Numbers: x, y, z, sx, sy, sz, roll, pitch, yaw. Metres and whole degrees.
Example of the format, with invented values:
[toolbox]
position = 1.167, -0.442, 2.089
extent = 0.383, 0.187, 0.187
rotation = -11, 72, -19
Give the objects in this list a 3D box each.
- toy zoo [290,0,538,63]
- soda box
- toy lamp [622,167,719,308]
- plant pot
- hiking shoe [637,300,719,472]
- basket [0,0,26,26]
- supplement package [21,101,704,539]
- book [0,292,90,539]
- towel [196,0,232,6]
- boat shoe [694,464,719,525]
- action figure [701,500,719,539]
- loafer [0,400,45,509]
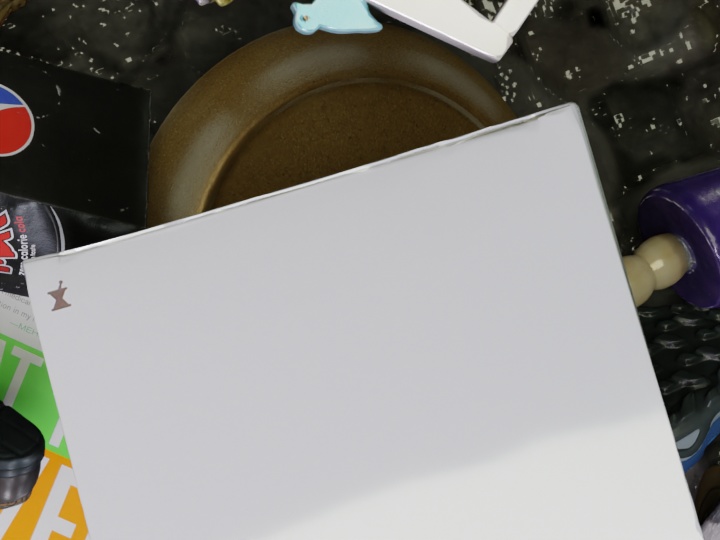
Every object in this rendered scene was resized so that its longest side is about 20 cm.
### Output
[toy zoo]
position = 0.035, -0.168, 0.798
extent = 0.131, 0.020, 0.201
rotation = 36, 88, -5
[soda box]
position = -0.180, -0.047, 0.835
extent = 0.198, 0.063, 0.071
rotation = 14, 53, -20
[toy lamp]
position = 0.090, 0.018, 0.912
extent = 0.199, 0.058, 0.059
rotation = -31, 95, -18
[plant pot]
position = 0.000, 0.000, 0.911
extent = 0.198, 0.027, 0.202
rotation = -2, 95, -26
[hiking shoe]
position = 0.092, 0.091, 0.943
extent = 0.200, 0.074, 0.087
rotation = -38, 140, -18
[basket]
position = -0.197, -0.185, 0.901
extent = 0.200, 0.149, 0.143
rotation = 45, 120, -5
[supplement package]
position = 0.002, 0.052, 0.799
extent = 0.198, 0.111, 0.157
rotation = -16, 80, 1
[book]
position = -0.152, 0.097, 0.926
extent = 0.133, 0.048, 0.201
rotation = 23, 90, 0
[towel]
position = -0.093, -0.192, 0.879
extent = 0.023, 0.144, 0.200
rotation = -39, 91, 30
[boat shoe]
position = 0.187, 0.172, 0.952
extent = 0.064, 0.073, 0.202
rotation = -14, 102, -12
[action figure]
position = 0.145, 0.192, 0.900
extent = 0.198, 0.105, 0.195
rotation = 13, 126, 8
[loafer]
position = -0.213, 0.074, 0.883
extent = 0.198, 0.073, 0.073
rotation = 9, 104, 21
